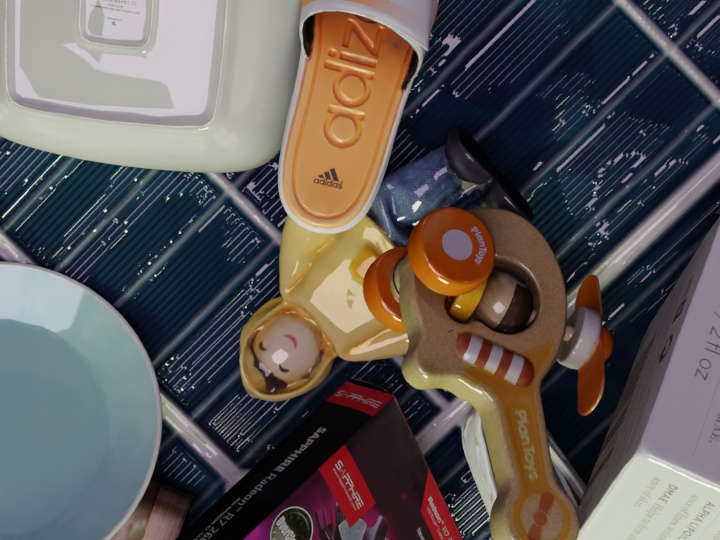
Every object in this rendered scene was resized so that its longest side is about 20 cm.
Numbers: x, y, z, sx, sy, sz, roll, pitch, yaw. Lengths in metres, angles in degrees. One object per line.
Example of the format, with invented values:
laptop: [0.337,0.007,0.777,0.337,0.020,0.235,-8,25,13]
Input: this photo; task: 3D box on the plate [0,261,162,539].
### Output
plate: [-0.218,0.093,1.248,0.200,0.026,0.201,1,71,-4]

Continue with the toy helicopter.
toy helicopter: [0.087,0.061,1.126,0.132,0.079,0.201,-2,70,-25]

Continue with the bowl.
bowl: [-0.130,-0.153,1.192,0.199,0.075,0.200,8,104,5]

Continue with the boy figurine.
boy figurine: [0.000,0.000,1.212,0.200,0.064,0.124,-38,97,11]

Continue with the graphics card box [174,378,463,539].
graphics card box: [-0.036,0.172,1.183,0.200,0.051,0.126,-40,123,-27]

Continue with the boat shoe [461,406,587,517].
boat shoe: [0.112,0.161,1.194,0.073,0.067,0.200,-32,76,-1]

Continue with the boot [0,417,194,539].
boot: [-0.225,0.178,1.284,0.200,0.064,0.187,23,92,0]

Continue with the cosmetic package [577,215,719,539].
cosmetic package: [0.238,0.105,1.116,0.200,0.165,0.165,23,149,2]

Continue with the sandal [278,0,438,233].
sandal: [0.003,-0.123,1.156,0.079,0.059,0.207,10,83,-6]
